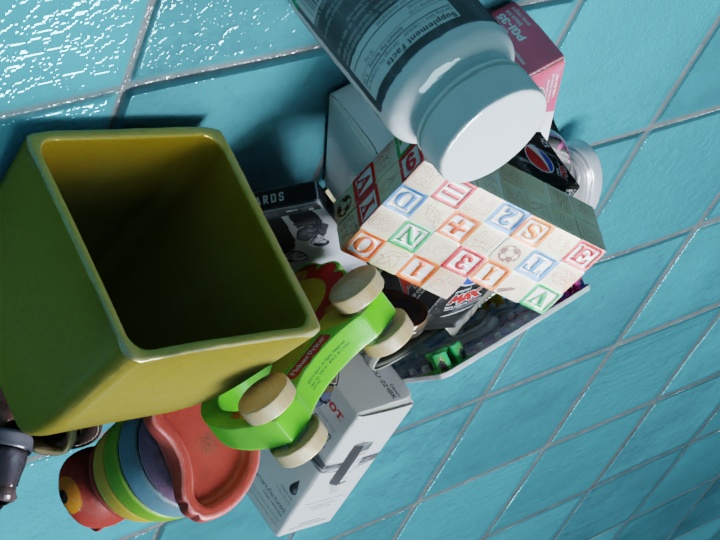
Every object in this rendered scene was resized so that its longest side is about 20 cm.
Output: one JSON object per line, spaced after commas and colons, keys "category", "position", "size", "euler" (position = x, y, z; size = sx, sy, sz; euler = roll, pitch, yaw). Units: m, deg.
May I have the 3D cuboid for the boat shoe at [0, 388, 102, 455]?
{"category": "boat shoe", "position": [-0.282, 0.138, 1.543], "size": [0.072, 0.072, 0.200], "euler": [-38, 155, 2]}

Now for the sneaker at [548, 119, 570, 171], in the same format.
{"category": "sneaker", "position": [0.168, -0.087, 1.723], "size": [0.080, 0.087, 0.200], "euler": [7, 139, -8]}

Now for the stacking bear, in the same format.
{"category": "stacking bear", "position": [-0.194, 0.176, 1.534], "size": [0.200, 0.122, 0.114], "euler": [-25, 176, 40]}

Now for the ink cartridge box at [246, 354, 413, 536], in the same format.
{"category": "ink cartridge box", "position": [-0.054, 0.151, 1.778], "size": [0.084, 0.144, 0.200], "euler": [-10, 143, -45]}

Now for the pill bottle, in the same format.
{"category": "pill bottle", "position": [0.042, -0.167, 1.288], "size": [0.113, 0.200, 0.113], "euler": [-30, 155, -16]}

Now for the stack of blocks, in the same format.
{"category": "stack of blocks", "position": [0.092, -0.035, 1.452], "size": [0.200, 0.059, 0.115], "euler": [24, 126, -28]}

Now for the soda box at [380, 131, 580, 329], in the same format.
{"category": "soda box", "position": [0.104, -0.033, 1.558], "size": [0.063, 0.071, 0.200], "euler": [-2, 141, -45]}

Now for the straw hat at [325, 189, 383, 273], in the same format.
{"category": "straw hat", "position": [0.000, 0.000, 1.658], "size": [0.201, 0.085, 0.201], "euler": [-30, 154, -16]}

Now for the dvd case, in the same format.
{"category": "dvd case", "position": [-0.080, -0.019, 1.516], "size": [0.150, 0.025, 0.200], "euler": [-11, 159, 12]}

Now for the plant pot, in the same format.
{"category": "plant pot", "position": [-0.192, 0.026, 1.345], "size": [0.195, 0.195, 0.200], "euler": [-7, 153, -47]}

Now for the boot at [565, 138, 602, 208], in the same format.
{"category": "boot", "position": [0.178, -0.050, 1.815], "size": [0.095, 0.074, 0.200], "euler": [-28, 155, -35]}

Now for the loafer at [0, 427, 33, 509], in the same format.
{"category": "loafer", "position": [-0.337, 0.189, 1.504], "size": [0.072, 0.063, 0.200], "euler": [11, 155, -25]}

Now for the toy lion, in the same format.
{"category": "toy lion", "position": [-0.064, 0.068, 1.447], "size": [0.191, 0.069, 0.200], "euler": [-3, -140, 51]}

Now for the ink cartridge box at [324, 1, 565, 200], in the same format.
{"category": "ink cartridge box", "position": [0.071, -0.129, 1.530], "size": [0.200, 0.083, 0.147], "euler": [-28, 154, -19]}

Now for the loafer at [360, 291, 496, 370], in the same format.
{"category": "loafer", "position": [0.085, 0.035, 1.707], "size": [0.200, 0.070, 0.070], "euler": [-30, 145, 11]}

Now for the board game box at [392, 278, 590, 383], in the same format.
{"category": "board game box", "position": [0.109, 0.060, 1.791], "size": [0.200, 0.026, 0.200], "euler": [-29, -173, -27]}

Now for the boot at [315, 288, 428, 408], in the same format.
{"category": "boot", "position": [-0.027, 0.073, 1.587], "size": [0.199, 0.075, 0.097], "euler": [-4, 128, 17]}
